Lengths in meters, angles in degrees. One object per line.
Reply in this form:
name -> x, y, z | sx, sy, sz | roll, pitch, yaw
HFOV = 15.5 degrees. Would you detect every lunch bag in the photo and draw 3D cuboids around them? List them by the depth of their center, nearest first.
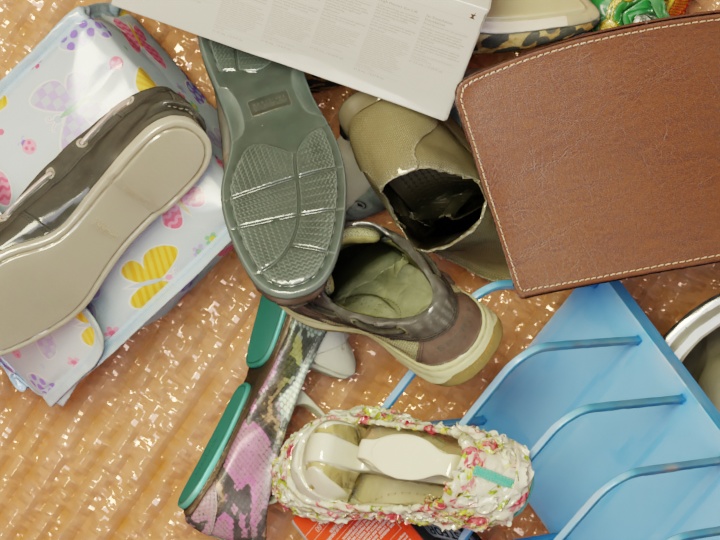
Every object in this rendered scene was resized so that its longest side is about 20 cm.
lunch bag -> -0.174, -0.035, 1.586 | 0.200, 0.127, 0.170 | -40, 91, 15

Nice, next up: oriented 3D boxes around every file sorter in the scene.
file sorter -> 0.122, 0.118, 1.521 | 0.200, 0.122, 0.139 | 55, 125, 27

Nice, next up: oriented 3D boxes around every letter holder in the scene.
letter holder -> 0.170, -0.084, 1.472 | 0.199, 0.101, 0.143 | -11, 111, 24

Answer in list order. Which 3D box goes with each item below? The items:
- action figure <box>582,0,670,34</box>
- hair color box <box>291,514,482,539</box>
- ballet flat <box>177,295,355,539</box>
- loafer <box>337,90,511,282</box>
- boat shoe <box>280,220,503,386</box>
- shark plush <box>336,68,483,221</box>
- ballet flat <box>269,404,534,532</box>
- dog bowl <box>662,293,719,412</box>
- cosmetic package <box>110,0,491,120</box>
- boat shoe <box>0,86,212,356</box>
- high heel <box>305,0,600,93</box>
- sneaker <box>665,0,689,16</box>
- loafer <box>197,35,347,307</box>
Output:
action figure -> 0.107, -0.185, 1.564 | 0.200, 0.055, 0.118 | 33, 113, 20
hair color box -> 0.056, 0.203, 1.556 | 0.061, 0.101, 0.200 | -47, 60, 13
ballet flat -> -0.046, 0.072, 1.611 | 0.071, 0.069, 0.201 | 23, 81, -14
loafer -> 0.054, -0.037, 1.555 | 0.076, 0.200, 0.068 | -27, 49, 27
boat shoe -> 0.000, 0.001, 1.505 | 0.072, 0.201, 0.066 | -47, 132, -12
shark plush -> 0.073, -0.083, 1.604 | 0.199, 0.091, 0.084 | -12, 113, 0
ballet flat -> 0.010, 0.107, 1.496 | 0.199, 0.064, 0.076 | -3, 69, 43
dog bowl -> 0.258, 0.101, 1.600 | 0.199, 0.074, 0.201 | 0, 94, 3
cosmetic package -> -0.031, -0.159, 1.466 | 0.199, 0.051, 0.083 | 19, 132, -3
boat shoe -> -0.166, -0.026, 1.504 | 0.200, 0.057, 0.067 | -41, 126, 7
high heel -> 0.039, -0.140, 1.569 | 0.199, 0.143, 0.072 | 9, 63, 3
sneaker -> 0.172, -0.183, 1.583 | 0.073, 0.077, 0.201 | 24, 100, 0
loafer -> -0.048, -0.065, 1.505 | 0.072, 0.063, 0.201 | -11, 64, -2
